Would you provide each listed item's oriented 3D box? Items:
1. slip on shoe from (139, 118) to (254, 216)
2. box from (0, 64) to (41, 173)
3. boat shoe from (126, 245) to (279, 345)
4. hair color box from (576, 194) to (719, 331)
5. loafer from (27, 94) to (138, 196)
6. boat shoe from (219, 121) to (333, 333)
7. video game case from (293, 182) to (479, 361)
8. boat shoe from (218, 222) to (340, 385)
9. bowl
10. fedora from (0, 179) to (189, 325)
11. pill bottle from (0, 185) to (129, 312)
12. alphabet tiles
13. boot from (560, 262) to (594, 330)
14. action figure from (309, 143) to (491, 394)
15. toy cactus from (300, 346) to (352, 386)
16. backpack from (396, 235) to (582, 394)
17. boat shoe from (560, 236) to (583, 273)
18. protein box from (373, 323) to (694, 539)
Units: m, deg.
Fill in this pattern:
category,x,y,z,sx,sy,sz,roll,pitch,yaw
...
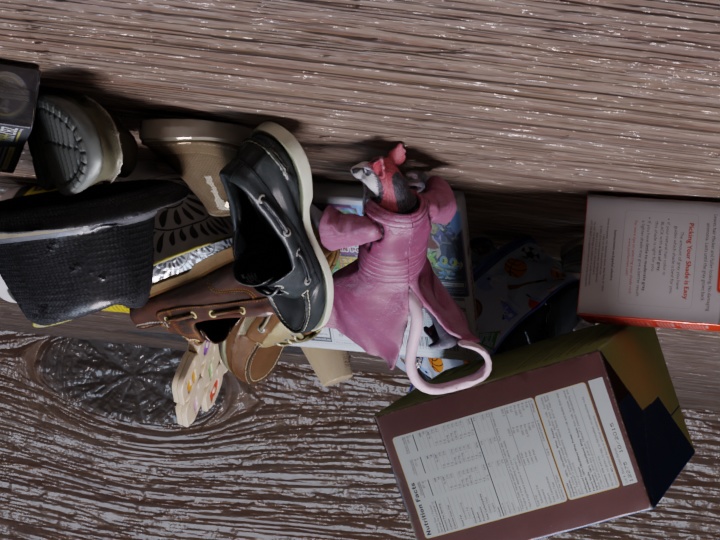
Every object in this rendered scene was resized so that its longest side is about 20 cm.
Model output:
category,x,y,z,sx,sy,sz,roll,pitch,yaw
slip on shoe,-0.103,-0.072,1.464,0.076,0.061,0.200,3,172,23
box,-0.318,-0.116,1.364,0.161,0.049,0.200,10,172,-12
boat shoe,-0.131,0.028,1.587,0.070,0.071,0.200,-21,180,-36
hair color box,0.279,-0.002,1.524,0.199,0.102,0.061,5,174,16
loafer,-0.197,-0.097,1.378,0.069,0.075,0.200,-15,-172,-16
boat shoe,-0.069,-0.017,1.434,0.074,0.066,0.200,32,146,28
video game case,0.000,0.000,1.664,0.199,0.023,0.183,5,132,15
boat shoe,-0.067,0.031,1.632,0.074,0.200,0.076,38,-132,20
bowl,-0.198,-0.033,1.602,0.200,0.094,0.201,-22,177,-1
fedora,-0.212,-0.011,1.409,0.200,0.092,0.201,-8,-173,1
pill bottle,-0.237,-0.018,1.781,0.199,0.113,0.112,5,172,13
alphabet tiles,-0.131,0.041,1.767,0.015,0.200,0.196,17,153,9
boot,0.163,0.079,1.950,0.199,0.175,0.069,2,172,26
action figure,0.020,-0.008,1.466,0.134,0.149,0.200,-19,140,-15
toy cactus,-0.040,0.024,1.805,0.102,0.165,0.200,-23,170,16
backpack,0.125,0.055,1.801,0.154,0.200,0.191,40,151,11
boat shoe,0.276,0.007,1.703,0.199,0.074,0.074,5,172,12
protein box,0.150,0.138,1.592,0.199,0.135,0.198,-18,-178,21
